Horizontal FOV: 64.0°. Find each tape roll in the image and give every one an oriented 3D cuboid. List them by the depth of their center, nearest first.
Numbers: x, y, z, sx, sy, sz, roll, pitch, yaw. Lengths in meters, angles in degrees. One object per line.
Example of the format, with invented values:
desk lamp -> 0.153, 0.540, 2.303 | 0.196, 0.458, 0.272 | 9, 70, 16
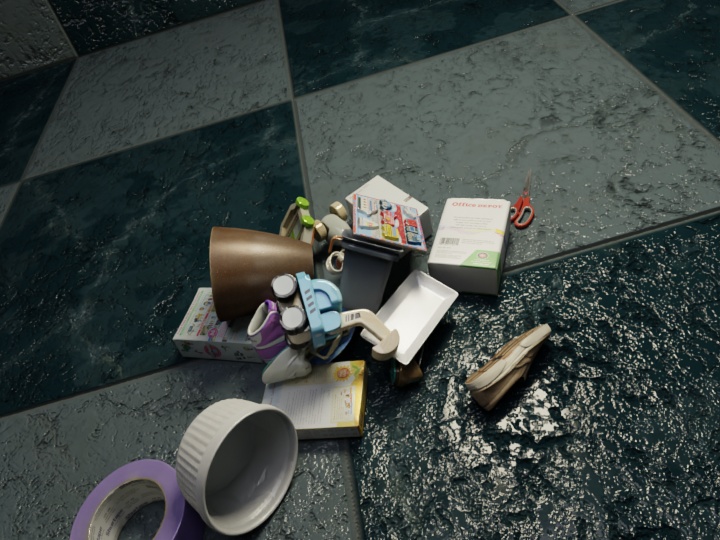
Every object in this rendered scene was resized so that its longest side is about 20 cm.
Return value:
tape roll -> -0.364, 0.426, 0.949 | 0.194, 0.086, 0.203 | -9, 45, 9

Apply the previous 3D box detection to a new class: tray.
tray -> 0.095, 0.088, 1.097 | 0.106, 0.022, 0.200 | 29, 55, 21

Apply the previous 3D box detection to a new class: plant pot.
plant pot -> -0.192, 0.001, 1.173 | 0.194, 0.190, 0.190 | -4, 44, -5

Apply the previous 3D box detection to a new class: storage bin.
storage bin -> 0.000, 0.000, 1.154 | 0.142, 0.138, 0.200 | 14, 8, -1

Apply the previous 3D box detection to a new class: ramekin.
ramekin -> -0.204, 0.308, 0.940 | 0.103, 0.203, 0.201 | 11, 50, 38

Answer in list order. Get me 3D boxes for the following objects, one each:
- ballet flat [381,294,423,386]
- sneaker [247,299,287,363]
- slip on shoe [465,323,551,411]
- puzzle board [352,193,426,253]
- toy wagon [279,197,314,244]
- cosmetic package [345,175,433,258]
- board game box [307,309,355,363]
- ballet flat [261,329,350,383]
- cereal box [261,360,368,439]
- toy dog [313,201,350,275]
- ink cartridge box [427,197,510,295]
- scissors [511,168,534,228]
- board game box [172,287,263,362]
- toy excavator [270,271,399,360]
ballet flat -> 0.086, 0.133, 1.115 | 0.070, 0.069, 0.203 | 2, 44, -9
sneaker -> -0.131, 0.086, 1.133 | 0.199, 0.116, 0.072 | -40, 41, -17
slip on shoe -> 0.272, 0.168, 1.022 | 0.198, 0.076, 0.061 | -33, 85, -26
puzzle board -> 0.056, -0.104, 1.182 | 0.147, 0.018, 0.201 | 14, 28, -8
toy wagon -> -0.149, -0.063, 1.324 | 0.039, 0.157, 0.202 | 12, 36, -29
cosmetic package -> 0.066, -0.130, 1.358 | 0.112, 0.082, 0.199 | -37, 48, -17
board game box -> -0.094, 0.136, 1.181 | 0.195, 0.039, 0.160 | -5, 45, 24
ballet flat -> -0.098, 0.154, 1.090 | 0.199, 0.070, 0.069 | -41, 49, -18
cereal box -> -0.087, 0.241, 1.073 | 0.194, 0.040, 0.146 | -6, 43, 13
toy dog -> -0.036, -0.059, 1.335 | 0.129, 0.097, 0.203 | -20, 59, -8
ink cartridge box -> 0.237, -0.055, 1.229 | 0.141, 0.085, 0.203 | 5, 49, 21
scissors -> 0.390, -0.170, 1.347 | 0.072, 0.014, 0.201 | 15, 52, 32
board game box -> -0.282, 0.114, 1.243 | 0.194, 0.065, 0.150 | 2, 46, 17
toy excavator -> -0.045, 0.083, 1.032 | 0.195, 0.101, 0.198 | -16, 64, -8
